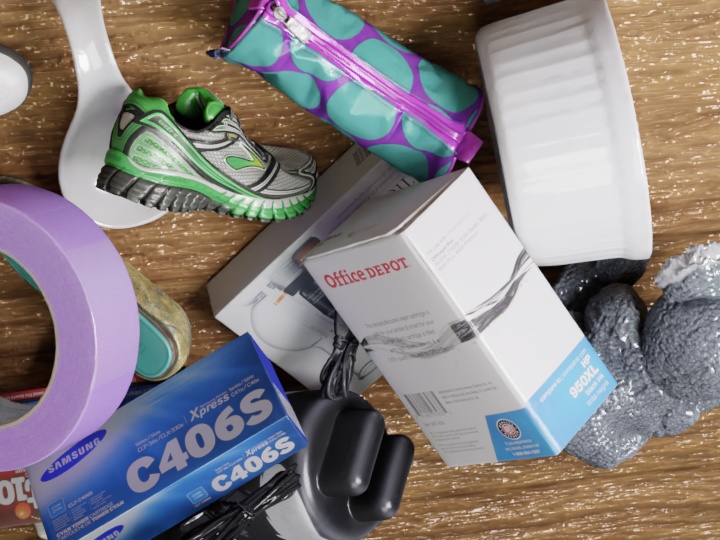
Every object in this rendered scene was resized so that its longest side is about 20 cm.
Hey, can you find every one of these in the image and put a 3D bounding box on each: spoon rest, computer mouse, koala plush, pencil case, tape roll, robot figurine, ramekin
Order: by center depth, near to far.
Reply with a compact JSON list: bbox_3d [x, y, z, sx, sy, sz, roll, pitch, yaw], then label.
[{"bbox_3d":[-0.007,-0.142,1.326,0.199,0.092,0.086,30,89,-17],"label":"pencil case"},{"bbox_3d":[-0.184,-0.115,1.339,0.098,0.061,0.202,-16,123,-5],"label":"spoon rest"},{"bbox_3d":[-0.262,0.041,1.342,0.198,0.066,0.203,4,101,23],"label":"tape roll"},{"bbox_3d":[0.146,-0.099,1.348,0.097,0.201,0.202,-11,124,4],"label":"ramekin"},{"bbox_3d":[-0.133,0.211,1.377,0.199,0.140,0.046,-26,95,47],"label":"computer mouse"},{"bbox_3d":[0.243,0.060,1.410,0.199,0.184,0.178,-17,109,50],"label":"koala plush"},{"bbox_3d":[0.061,0.059,1.448,0.198,0.044,0.111,11,84,-27],"label":"computer mouse"},{"bbox_3d":[-0.053,0.157,1.472,0.199,0.124,0.152,-8,104,40],"label":"robot figurine"}]

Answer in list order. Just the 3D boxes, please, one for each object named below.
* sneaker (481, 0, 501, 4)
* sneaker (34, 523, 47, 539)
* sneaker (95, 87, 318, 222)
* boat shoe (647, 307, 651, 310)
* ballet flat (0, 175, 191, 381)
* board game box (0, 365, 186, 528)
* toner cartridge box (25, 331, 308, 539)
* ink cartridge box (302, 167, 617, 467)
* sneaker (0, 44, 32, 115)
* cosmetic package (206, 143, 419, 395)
[{"bbox_3d":[0.057,-0.257,1.301,0.199,0.067,0.091,36,106,-31],"label":"sneaker"},{"bbox_3d":[-0.218,0.121,1.462,0.074,0.090,0.202,10,119,-19],"label":"sneaker"},{"bbox_3d":[-0.099,-0.085,1.341,0.199,0.078,0.086,4,105,-51],"label":"sneaker"},{"bbox_3d":[0.182,0.091,1.551,0.198,0.064,0.071,-18,124,-2],"label":"boat shoe"},{"bbox_3d":[-0.205,0.002,1.398,0.200,0.071,0.071,43,107,-1],"label":"ballet flat"},{"bbox_3d":[-0.225,0.139,1.420,0.198,0.019,0.104,-8,93,0],"label":"board game box"},{"bbox_3d":[-0.145,0.137,1.363,0.199,0.095,0.043,-31,135,1],"label":"toner cartridge box"},{"bbox_3d":[0.071,0.037,1.343,0.084,0.144,0.201,-43,105,-30],"label":"ink cartridge box"},{"bbox_3d":[-0.327,-0.115,1.277,0.199,0.108,0.068,4,121,-16],"label":"sneaker"},{"bbox_3d":[0.000,0.000,1.462,0.200,0.052,0.150,-43,124,15],"label":"cosmetic package"}]
